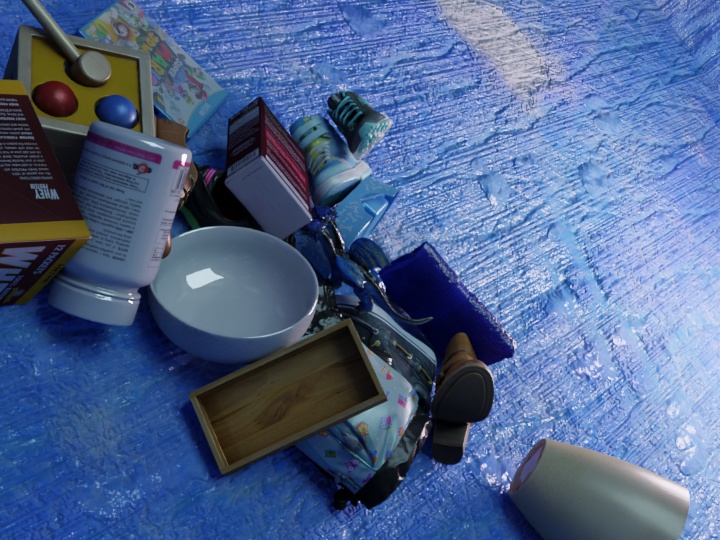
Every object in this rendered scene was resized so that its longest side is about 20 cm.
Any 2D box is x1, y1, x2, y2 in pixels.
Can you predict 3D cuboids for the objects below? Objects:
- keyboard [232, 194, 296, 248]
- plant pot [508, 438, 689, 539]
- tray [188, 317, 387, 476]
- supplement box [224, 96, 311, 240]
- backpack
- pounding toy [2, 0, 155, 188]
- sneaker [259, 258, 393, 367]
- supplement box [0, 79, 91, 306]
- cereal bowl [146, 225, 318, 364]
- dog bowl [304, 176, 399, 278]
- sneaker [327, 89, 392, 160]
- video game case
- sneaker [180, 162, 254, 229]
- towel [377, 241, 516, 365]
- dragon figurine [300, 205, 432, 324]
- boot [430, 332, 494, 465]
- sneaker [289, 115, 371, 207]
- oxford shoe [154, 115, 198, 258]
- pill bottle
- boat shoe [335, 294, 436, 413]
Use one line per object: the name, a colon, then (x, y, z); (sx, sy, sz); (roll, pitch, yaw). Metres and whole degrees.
keyboard: (-0.122, -0.097, 1.736); (0.127, 0.021, 0.200); (39, 37, -17)
plant pot: (0.309, 0.319, 1.730); (0.200, 0.187, 0.187); (33, 36, -1)
tray: (-0.080, 0.142, 1.422); (0.037, 0.200, 0.099); (69, -5, -76)
supplement box: (-0.119, -0.132, 1.641); (0.109, 0.061, 0.200); (51, 15, -26)
backpack: (-0.018, 0.164, 1.522); (0.200, 0.127, 0.167); (43, 38, -6)
pounding toy: (-0.335, -0.211, 1.463); (0.184, 0.142, 0.200); (9, 50, -24)
sneaker: (-0.044, 0.058, 1.598); (0.199, 0.060, 0.105); (16, 75, -15)
supplement box: (-0.416, -0.076, 1.280); (0.197, 0.133, 0.200); (-7, 63, -51)
cereal bowl: (-0.151, 0.040, 1.489); (0.199, 0.084, 0.200); (7, 38, -6)
dog bowl: (-0.014, -0.063, 1.757); (0.050, 0.112, 0.200); (37, 35, 4)
sneaker: (-0.011, -0.214, 1.811); (0.091, 0.078, 0.200); (40, 5, -9)
video game case: (-0.278, -0.274, 1.721); (0.200, 0.018, 0.143); (44, 34, -10)
sneaker: (-0.210, -0.113, 1.592); (0.200, 0.084, 0.077); (41, 35, -15)
towel: (0.114, 0.059, 1.768); (0.200, 0.148, 0.050); (47, 64, -5)
dragon figurine: (0.000, 0.000, 1.601); (0.200, 0.100, 0.059); (40, 65, 22)
boot: (0.137, 0.141, 1.671); (0.076, 0.200, 0.156); (8, 47, 5)
sneaker: (-0.061, -0.156, 1.792); (0.131, 0.080, 0.200); (49, 12, 0)
oxford shoe: (-0.225, -0.098, 1.494); (0.071, 0.071, 0.201); (7, 59, -18)
pill bottle: (-0.261, -0.049, 1.364); (0.113, 0.201, 0.113); (18, 4, -1)
boat shoe: (0.023, 0.111, 1.665); (0.200, 0.071, 0.091); (32, 39, -25)
